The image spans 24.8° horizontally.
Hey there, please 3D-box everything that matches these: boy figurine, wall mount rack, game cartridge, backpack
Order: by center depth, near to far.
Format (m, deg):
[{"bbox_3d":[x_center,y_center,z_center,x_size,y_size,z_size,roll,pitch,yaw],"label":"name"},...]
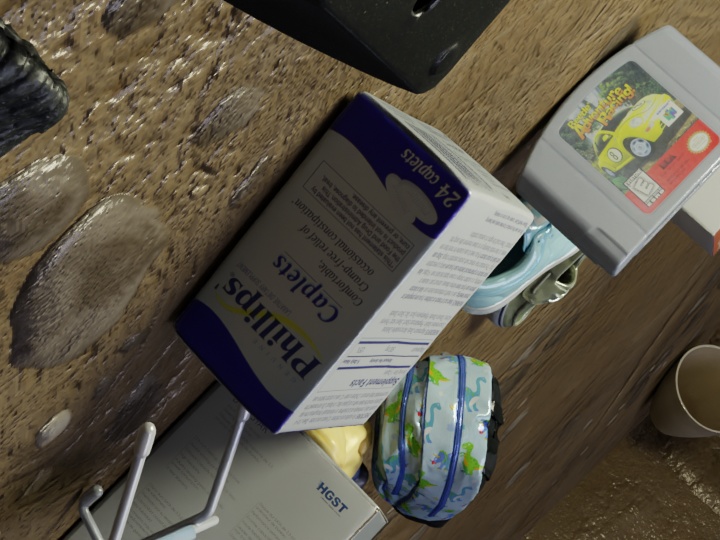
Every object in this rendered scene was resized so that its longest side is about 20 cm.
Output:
[{"bbox_3d":[-0.149,0.153,1.059,0.173,0.075,0.200,-29,173,28],"label":"wall mount rack"},{"bbox_3d":[0.231,-0.108,1.383,0.200,0.133,0.041,-45,164,-11],"label":"game cartridge"},{"bbox_3d":[-0.039,0.177,1.486,0.124,0.064,0.200,-45,163,-9],"label":"boy figurine"},{"bbox_3d":[0.072,0.152,1.540,0.200,0.152,0.165,158,-54,-71],"label":"backpack"}]

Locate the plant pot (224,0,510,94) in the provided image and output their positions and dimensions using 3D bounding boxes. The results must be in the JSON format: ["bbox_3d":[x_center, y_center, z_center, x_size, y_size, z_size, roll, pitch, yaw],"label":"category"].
[{"bbox_3d":[-0.010,-0.175,0.529,0.200,0.177,0.199,-50,164,5],"label":"plant pot"}]

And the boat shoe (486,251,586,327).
[{"bbox_3d":[0.186,-0.001,1.648,0.072,0.062,0.201,-33,160,-40],"label":"boat shoe"}]

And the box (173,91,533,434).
[{"bbox_3d":[0.000,0.000,1.094,0.200,0.105,0.184,-51,164,9],"label":"box"}]

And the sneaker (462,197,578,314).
[{"bbox_3d":[0.163,-0.040,1.478,0.200,0.074,0.082,-47,167,-6],"label":"sneaker"}]

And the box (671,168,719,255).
[{"bbox_3d":[0.454,-0.133,1.966,0.200,0.097,0.124,-47,164,0],"label":"box"}]

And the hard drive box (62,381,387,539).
[{"bbox_3d":[-0.103,0.198,1.202,0.200,0.156,0.077,-44,164,-7],"label":"hard drive box"}]

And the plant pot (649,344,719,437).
[{"bbox_3d":[0.699,0.279,3.468,0.187,0.188,0.200,-38,176,-29],"label":"plant pot"}]

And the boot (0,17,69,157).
[{"bbox_3d":[-0.193,-0.040,0.541,0.158,0.080,0.211,-42,175,7],"label":"boot"}]
